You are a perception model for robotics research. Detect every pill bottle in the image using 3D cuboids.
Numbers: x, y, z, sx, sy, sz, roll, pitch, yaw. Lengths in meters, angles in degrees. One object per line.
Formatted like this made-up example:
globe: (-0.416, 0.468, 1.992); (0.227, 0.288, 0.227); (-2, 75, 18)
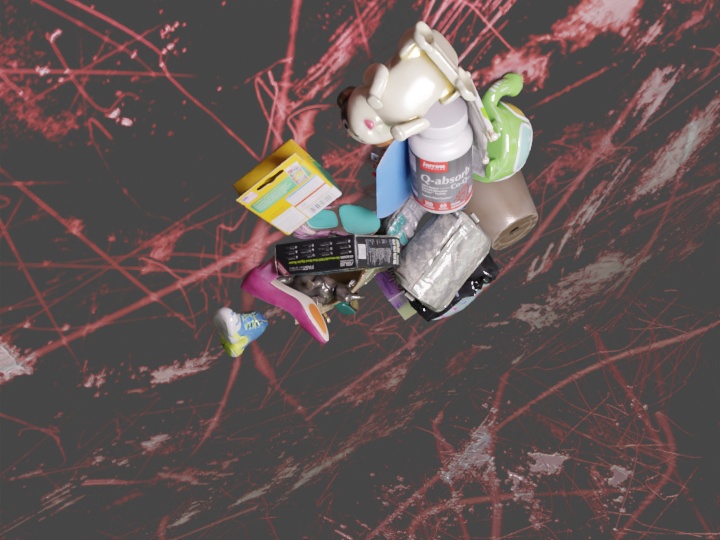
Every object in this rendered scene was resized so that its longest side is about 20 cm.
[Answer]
pill bottle: (0.142, -0.207, 1.456); (0.115, 0.116, 0.201); (-26, 143, -13)

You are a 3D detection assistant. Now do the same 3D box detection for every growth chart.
growth chart: (0.194, -0.262, 1.408); (0.017, 0.147, 0.200); (-21, 172, 2)

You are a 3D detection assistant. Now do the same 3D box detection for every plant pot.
plant pot: (0.279, -0.147, 1.735); (0.198, 0.175, 0.201); (-26, 155, -13)

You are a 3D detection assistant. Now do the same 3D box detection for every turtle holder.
turtle holder: (0.253, -0.264, 1.548); (0.130, 0.189, 0.140); (-14, -177, -35)

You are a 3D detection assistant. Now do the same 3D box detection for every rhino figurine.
rhino figurine: (-0.083, 0.039, 1.666); (0.087, 0.197, 0.061); (-23, 117, -65)

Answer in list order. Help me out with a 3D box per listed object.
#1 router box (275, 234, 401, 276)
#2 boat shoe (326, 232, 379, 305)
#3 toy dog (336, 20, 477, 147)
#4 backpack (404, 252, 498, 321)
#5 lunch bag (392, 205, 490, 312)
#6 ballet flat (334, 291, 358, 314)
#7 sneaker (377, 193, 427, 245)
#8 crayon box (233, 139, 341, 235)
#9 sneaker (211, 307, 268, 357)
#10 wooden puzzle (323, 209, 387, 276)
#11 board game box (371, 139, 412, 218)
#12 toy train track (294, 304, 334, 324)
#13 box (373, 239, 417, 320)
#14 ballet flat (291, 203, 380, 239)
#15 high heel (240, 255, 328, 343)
router box: (-0.043, -0.028, 1.566); (0.198, 0.063, 0.149); (-5, 179, 36)
boat shoe: (0.000, 0.000, 1.718); (0.200, 0.072, 0.065); (-47, 149, 12)
toy dog: (0.052, -0.277, 1.256); (0.199, 0.195, 0.139); (-37, 121, 23)
backpack: (0.194, 0.021, 1.780); (0.126, 0.168, 0.200); (-2, 141, -49)
lunch bag: (0.160, -0.026, 1.608); (0.201, 0.139, 0.168); (-51, 177, 4)
ballet flat: (-0.044, 0.052, 1.848); (0.070, 0.071, 0.200); (-33, 163, 3)
sneaker: (0.098, -0.141, 1.655); (0.200, 0.091, 0.078); (-48, 127, -16)
crayon box: (-0.126, -0.142, 1.383); (0.125, 0.052, 0.200); (-36, 157, 8)
sneaker: (-0.248, 0.106, 1.709); (0.105, 0.076, 0.200); (-37, 167, -19)
wooden puzzle: (0.017, -0.060, 1.757); (0.183, 0.037, 0.201); (-16, 147, -33)
board game box: (0.065, -0.197, 1.522); (0.158, 0.039, 0.201); (-46, 155, -26)
toy train track: (-0.095, 0.087, 1.898); (0.113, 0.033, 0.201); (-25, 155, -17)
box: (0.145, 0.004, 1.959); (0.199, 0.097, 0.176); (-35, 157, 3)
ballet flat: (-0.054, -0.088, 1.578); (0.198, 0.070, 0.071); (-4, 163, -42)
high heel: (-0.147, 0.076, 1.605); (0.096, 0.201, 0.067); (-37, -177, 17)
